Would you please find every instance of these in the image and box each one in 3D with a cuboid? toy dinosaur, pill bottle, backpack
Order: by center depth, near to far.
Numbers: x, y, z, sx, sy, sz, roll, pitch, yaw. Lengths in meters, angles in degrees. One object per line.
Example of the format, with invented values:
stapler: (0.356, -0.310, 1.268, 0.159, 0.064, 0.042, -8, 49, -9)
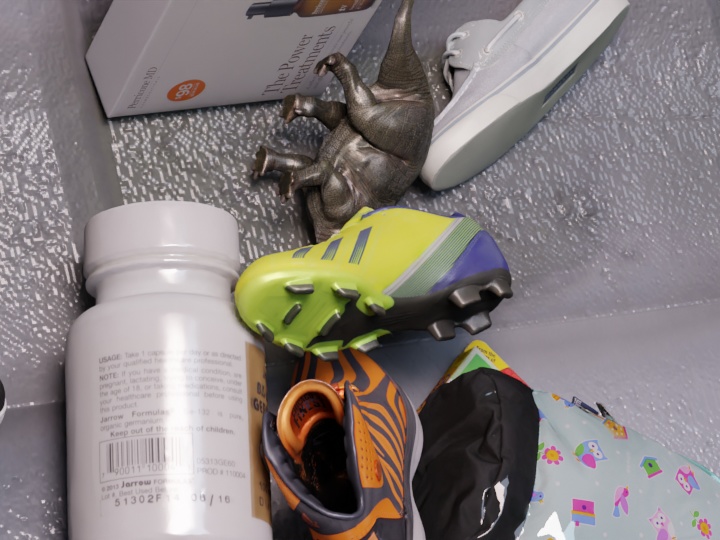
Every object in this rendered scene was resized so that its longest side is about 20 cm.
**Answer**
pill bottle: (-0.109, 0.069, 1.587, 0.114, 0.114, 0.201, 6, 70, -26)
backpack: (0.126, 0.160, 1.646, 0.199, 0.126, 0.168, 27, 60, -25)
toy dinosaur: (0.002, -0.073, 1.702, 0.102, 0.077, 0.201, 21, 86, -27)

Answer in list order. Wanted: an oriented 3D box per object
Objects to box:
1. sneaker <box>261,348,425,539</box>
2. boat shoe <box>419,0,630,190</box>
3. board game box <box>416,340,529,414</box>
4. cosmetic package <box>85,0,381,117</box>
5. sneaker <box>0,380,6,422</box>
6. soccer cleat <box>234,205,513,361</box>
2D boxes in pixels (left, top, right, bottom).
sneaker: (-0.012, 0.086, 1.595, 0.077, 0.112, 0.200, -23, 40, 4)
boat shoe: (0.088, -0.128, 1.795, 0.071, 0.070, 0.201, 39, 59, 13)
board game box: (0.054, 0.136, 1.702, 0.096, 0.030, 0.200, 45, 56, -8)
cosmetic package: (-0.058, -0.169, 1.644, 0.150, 0.200, 0.052, -7, 62, -28)
sneaker: (-0.259, -0.004, 1.494, 0.200, 0.112, 0.073, 37, 38, 17)
soccer cleat: (0.000, 0.001, 1.618, 0.199, 0.065, 0.084, -3, 51, -41)
